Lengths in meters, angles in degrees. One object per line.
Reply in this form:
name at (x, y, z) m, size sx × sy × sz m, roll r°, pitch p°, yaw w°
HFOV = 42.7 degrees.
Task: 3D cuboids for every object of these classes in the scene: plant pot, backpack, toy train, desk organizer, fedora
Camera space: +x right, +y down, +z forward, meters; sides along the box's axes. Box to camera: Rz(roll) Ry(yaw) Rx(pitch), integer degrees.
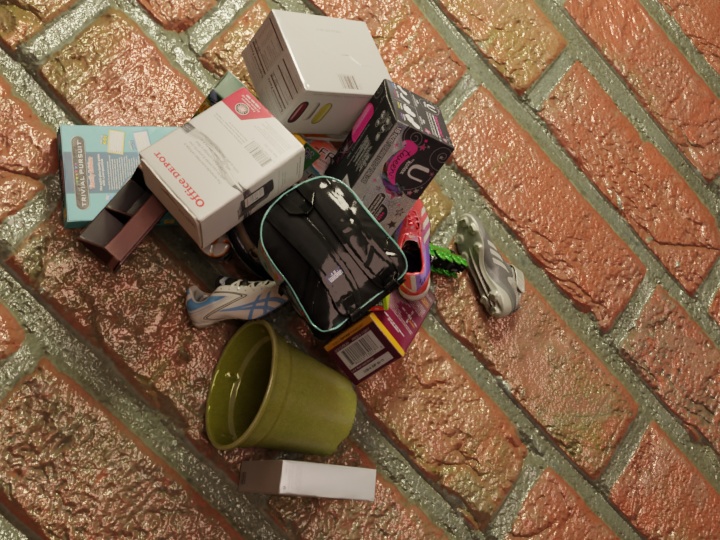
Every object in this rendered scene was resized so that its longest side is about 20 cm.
plant pot at (-0.112, 0.201, 1.427) m, size 0.182 × 0.199 × 0.203 m, roll 24°, pitch 69°, yaw -30°
backpack at (-0.050, -0.023, 1.315) m, size 0.175 × 0.153 × 0.201 m, roll -37°, pitch 89°, yaw -11°
toy train at (0.126, -0.026, 1.612) m, size 0.057 × 0.042 × 0.199 m, roll 51°, pitch 19°, yaw 27°
desk organizer at (-0.332, -0.101, 1.391) m, size 0.077 × 0.072 × 0.201 m, roll 41°, pitch 66°, yaw -11°
fedora at (-0.115, -0.080, 1.437) m, size 0.198 × 0.091 × 0.204 m, roll 12°, pitch 66°, yaw -29°

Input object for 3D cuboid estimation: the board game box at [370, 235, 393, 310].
board game box at (0.000, 0.000, 1.483) m, size 0.100 × 0.201 × 0.048 m, roll -3°, pitch 115°, yaw 8°

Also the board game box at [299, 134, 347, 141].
board game box at (-0.038, -0.316, 1.613) m, size 0.197 × 0.026 × 0.203 m, roll -1°, pitch 64°, yaw -33°

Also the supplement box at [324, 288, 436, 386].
supplement box at (0.036, 0.084, 1.506) m, size 0.086 × 0.110 × 0.200 m, roll 50°, pitch 32°, yaw -8°

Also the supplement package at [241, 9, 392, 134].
supplement package at (-0.065, -0.315, 1.491) m, size 0.198 × 0.111 × 0.158 m, roll -6°, pitch 66°, yaw -41°

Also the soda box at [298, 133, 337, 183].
soda box at (-0.049, -0.151, 1.586) m, size 0.200 × 0.068 × 0.064 m, roll 48°, pitch 55°, yaw -9°

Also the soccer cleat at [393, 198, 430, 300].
soccer cleat at (0.082, -0.054, 1.491) m, size 0.067 × 0.074 × 0.203 m, roll -3°, pitch 61°, yaw 2°

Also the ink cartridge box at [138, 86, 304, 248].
ink cartridge box at (-0.202, -0.152, 1.349) m, size 0.199 × 0.084 × 0.145 m, roll -37°, pitch 72°, yaw -23°

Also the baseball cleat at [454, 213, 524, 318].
baseball cleat at (0.241, -0.014, 1.708) m, size 0.106 × 0.069 × 0.203 m, roll -18°, pitch 91°, yaw -41°

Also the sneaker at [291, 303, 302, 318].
sneaker at (-0.091, 0.015, 1.527) m, size 0.201 × 0.079 × 0.074 m, roll 49°, pitch 62°, yaw -9°

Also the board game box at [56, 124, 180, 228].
board game box at (-0.368, -0.148, 1.449) m, size 0.197 × 0.047 × 0.154 m, roll -3°, pitch 80°, yaw -26°

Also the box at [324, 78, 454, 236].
box at (0.043, -0.172, 1.465) m, size 0.113 × 0.201 × 0.133 m, roll 19°, pitch 35°, yaw -25°

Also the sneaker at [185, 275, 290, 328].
sneaker at (-0.181, 0.039, 1.411) m, size 0.072 × 0.197 × 0.074 m, roll -51°, pitch 127°, yaw -67°

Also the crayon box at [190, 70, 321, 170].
crayon box at (-0.174, -0.217, 1.511) m, size 0.199 × 0.125 × 0.052 m, roll 41°, pitch 60°, yaw -12°

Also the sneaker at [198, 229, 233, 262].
sneaker at (-0.230, -0.106, 1.493) m, size 0.077 × 0.077 × 0.203 m, roll 1°, pitch 68°, yaw 5°

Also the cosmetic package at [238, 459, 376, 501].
cosmetic package at (-0.084, 0.318, 1.393) m, size 0.149 × 0.199 × 0.053 m, roll 13°, pitch 74°, yaw -22°
